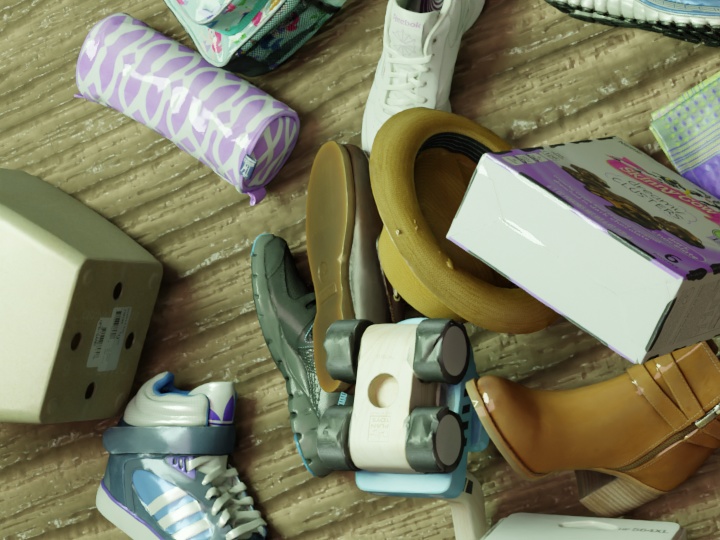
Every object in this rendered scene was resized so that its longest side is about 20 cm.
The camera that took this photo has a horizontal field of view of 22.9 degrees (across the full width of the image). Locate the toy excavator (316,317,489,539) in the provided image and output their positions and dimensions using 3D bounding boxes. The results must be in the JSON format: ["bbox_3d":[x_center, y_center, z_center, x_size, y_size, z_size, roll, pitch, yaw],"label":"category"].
[{"bbox_3d":[0.059,0.142,1.327,0.100,0.200,0.195,-3,73,32],"label":"toy excavator"}]

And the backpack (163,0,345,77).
[{"bbox_3d":[-0.080,-0.277,1.413,0.200,0.151,0.178,-38,72,11],"label":"backpack"}]

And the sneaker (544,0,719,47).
[{"bbox_3d":[0.230,-0.220,1.314,0.199,0.078,0.089,17,93,27],"label":"sneaker"}]

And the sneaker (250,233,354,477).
[{"bbox_3d":[-0.033,0.061,1.430,0.082,0.073,0.201,-19,83,-1],"label":"sneaker"}]

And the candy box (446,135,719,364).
[{"bbox_3d":[0.186,-0.020,1.250,0.168,0.200,0.072,35,115,26],"label":"candy box"}]

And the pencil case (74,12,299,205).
[{"bbox_3d":[-0.143,-0.136,1.468,0.200,0.084,0.086,34,124,21],"label":"pencil case"}]

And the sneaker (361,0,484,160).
[{"bbox_3d":[0.036,-0.162,1.383,0.075,0.100,0.201,16,96,21],"label":"sneaker"}]

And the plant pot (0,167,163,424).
[{"bbox_3d":[-0.280,0.031,1.447,0.177,0.200,0.200,18,95,23],"label":"plant pot"}]

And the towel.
[{"bbox_3d":[0.316,-0.065,1.308,0.143,0.023,0.200,-31,77,19],"label":"towel"}]

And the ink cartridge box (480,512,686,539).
[{"bbox_3d":[0.164,0.289,1.307,0.145,0.084,0.201,-1,100,23],"label":"ink cartridge box"}]

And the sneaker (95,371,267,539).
[{"bbox_3d":[-0.119,0.167,1.444,0.200,0.081,0.147,29,103,26],"label":"sneaker"}]

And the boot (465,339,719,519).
[{"bbox_3d":[0.185,0.096,1.274,0.155,0.200,0.077,-39,33,23],"label":"boot"}]

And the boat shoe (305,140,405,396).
[{"bbox_3d":[0.000,0.000,1.387,0.070,0.070,0.201,-20,69,60],"label":"boat shoe"}]

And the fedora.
[{"bbox_3d":[0.070,-0.026,1.338,0.082,0.200,0.201,-44,72,41],"label":"fedora"}]
